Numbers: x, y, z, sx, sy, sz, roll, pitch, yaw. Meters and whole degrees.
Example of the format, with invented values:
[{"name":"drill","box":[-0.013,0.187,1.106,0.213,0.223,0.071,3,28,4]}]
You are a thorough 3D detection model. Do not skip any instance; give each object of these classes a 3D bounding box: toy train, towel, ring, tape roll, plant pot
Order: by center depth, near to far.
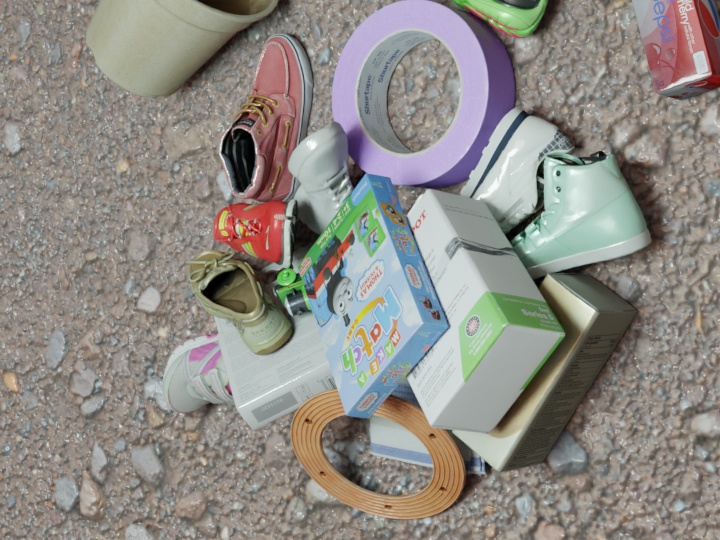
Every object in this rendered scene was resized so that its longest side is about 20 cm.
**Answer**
[{"name":"ring","box":[0.020,0.197,1.692,0.199,0.019,0.201,13,133,14]},{"name":"towel","box":[0.075,0.119,1.700,0.146,0.024,0.201,6,100,31]},{"name":"tape roll","box":[0.067,-0.192,1.700,0.199,0.066,0.201,0,90,34]},{"name":"toy train","box":[0.000,0.000,1.708,0.199,0.042,0.057,-21,51,4]},{"name":"plant pot","box":[-0.226,-0.312,1.835,0.184,0.200,0.201,-46,66,37]}]

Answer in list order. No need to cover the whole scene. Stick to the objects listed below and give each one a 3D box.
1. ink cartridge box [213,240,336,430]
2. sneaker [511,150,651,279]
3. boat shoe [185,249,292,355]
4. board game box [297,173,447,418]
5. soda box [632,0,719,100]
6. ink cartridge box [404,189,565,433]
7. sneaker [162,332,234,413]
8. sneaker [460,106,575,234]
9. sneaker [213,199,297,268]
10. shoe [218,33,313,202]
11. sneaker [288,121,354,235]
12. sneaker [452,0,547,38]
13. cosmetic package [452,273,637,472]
[{"name":"ink cartridge box","box":[-0.078,0.069,1.746,0.160,0.050,0.200,-27,38,4]},{"name":"sneaker","box":[0.189,-0.057,1.597,0.200,0.074,0.119,-16,97,27]},{"name":"boat shoe","box":[-0.143,0.021,1.750,0.073,0.063,0.200,-41,40,-10]},{"name":"board game box","box":[0.008,0.025,1.588,0.151,0.036,0.201,-52,43,35]},{"name":"soda box","box":[0.308,-0.274,1.537,0.063,0.070,0.201,-17,81,33]},{"name":"ink cartridge box","box":[0.098,0.040,1.559,0.146,0.084,0.200,-57,41,30]},{"name":"sneaker","box":[-0.159,0.119,1.820,0.200,0.081,0.088,-37,39,29]},{"name":"sneaker","box":[0.148,-0.071,1.646,0.080,0.076,0.201,31,113,9]},{"name":"sneaker","box":[-0.123,-0.044,1.758,0.200,0.084,0.077,175,101,-72]},{"name":"shoe","box":[-0.110,-0.178,1.801,0.071,0.091,0.201,3,91,33]},{"name":"sneaker","box":[-0.027,-0.089,1.710,0.075,0.200,0.089,-35,72,-14]},{"name":"sneaker","box":[0.126,-0.325,1.668,0.200,0.077,0.084,39,92,25]},{"name":"cosmetic package","box":[0.189,0.103,1.596,0.071,0.105,0.201,39,108,28]}]
